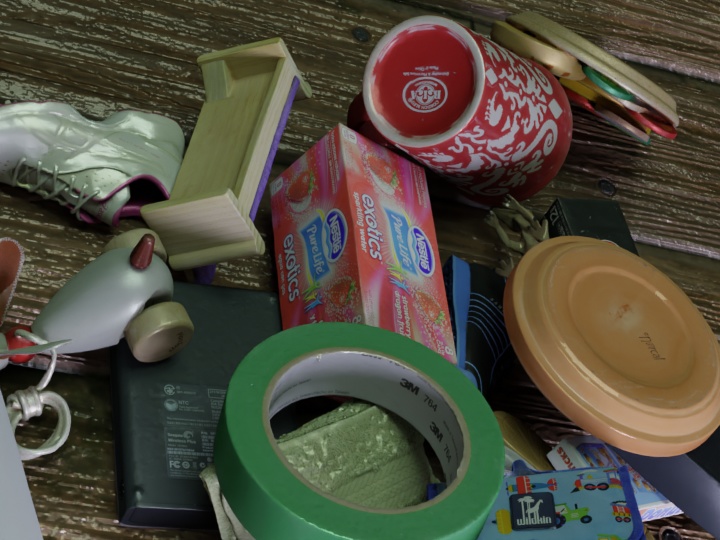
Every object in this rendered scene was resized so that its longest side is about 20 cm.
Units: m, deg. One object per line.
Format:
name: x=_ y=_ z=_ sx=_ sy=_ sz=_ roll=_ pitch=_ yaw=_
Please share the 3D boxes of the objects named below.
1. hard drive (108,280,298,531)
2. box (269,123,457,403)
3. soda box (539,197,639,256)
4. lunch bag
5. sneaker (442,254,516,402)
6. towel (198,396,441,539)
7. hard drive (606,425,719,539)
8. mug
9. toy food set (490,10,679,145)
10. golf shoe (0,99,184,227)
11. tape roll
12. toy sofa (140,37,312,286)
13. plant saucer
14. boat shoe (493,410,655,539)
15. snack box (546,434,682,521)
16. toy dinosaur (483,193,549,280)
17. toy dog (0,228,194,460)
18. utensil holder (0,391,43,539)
hard drive: x=-0.116 y=0.098 z=1.198 sx=0.138 sy=0.033 sz=0.202 roll=7 pitch=52 yaw=-22
box: x=0.000 y=0.000 z=1.274 sx=0.102 sy=0.094 sz=0.202 roll=25 pitch=43 yaw=-35
soda box: x=0.214 y=0.035 z=1.392 sx=0.070 sy=0.063 sz=0.202 roll=2 pitch=54 yaw=-26
lunch bag: x=0.128 y=0.213 z=1.116 sx=0.149 sy=0.095 sz=0.201 roll=-8 pitch=39 yaw=2
sneaker: x=0.099 y=0.066 z=1.295 sx=0.077 sy=0.070 sz=0.201 roll=19 pitch=40 yaw=-11
towel: x=-0.015 y=0.177 z=1.150 sx=0.199 sy=0.036 sz=0.150 roll=-22 pitch=91 yaw=-39
hard drive: x=0.245 y=0.108 z=1.274 sx=0.200 sy=0.042 sz=0.135 roll=43 pitch=41 yaw=5
mug: x=0.072 y=-0.125 z=1.356 sx=0.134 sy=0.177 sz=0.200 roll=63 pitch=17 yaw=17
toy food set: x=0.218 y=-0.182 z=1.517 sx=0.197 sy=0.049 sz=0.200 roll=33 pitch=6 yaw=10
golf shoe: x=-0.227 y=-0.081 z=1.259 sx=0.198 sy=0.075 sz=0.092 roll=0 pitch=58 yaw=-25
tape roll: x=0.000 y=0.123 z=1.102 sx=0.198 sy=0.048 sz=0.202 roll=10 pitch=41 yaw=-9
toy sofa: x=-0.098 y=-0.085 z=1.286 sx=0.201 sy=0.082 sz=0.098 roll=-76 pitch=147 yaw=-43
plant saucer: x=0.204 y=0.051 z=1.242 sx=0.198 sy=0.032 sz=0.202 roll=18 pitch=45 yaw=-19
boat shoe: x=0.157 y=0.195 z=1.238 sx=0.200 sy=0.069 sz=0.071 roll=41 pitch=21 yaw=-2
snack box: x=0.224 y=0.162 z=1.273 sx=0.199 sy=0.024 sz=0.072 roll=3 pitch=48 yaw=-53
toy dinosaur: x=0.155 y=0.001 z=1.339 sx=0.101 sy=0.058 sz=0.201 roll=39 pitch=24 yaw=-50
toy dog: x=-0.209 y=0.026 z=1.137 sx=0.132 sy=0.097 sz=0.200 roll=40 pitch=58 yaw=20
utensil holder: x=-0.278 y=0.168 z=0.973 sx=0.168 sy=0.171 sz=0.201 roll=-4 pitch=54 yaw=-29
